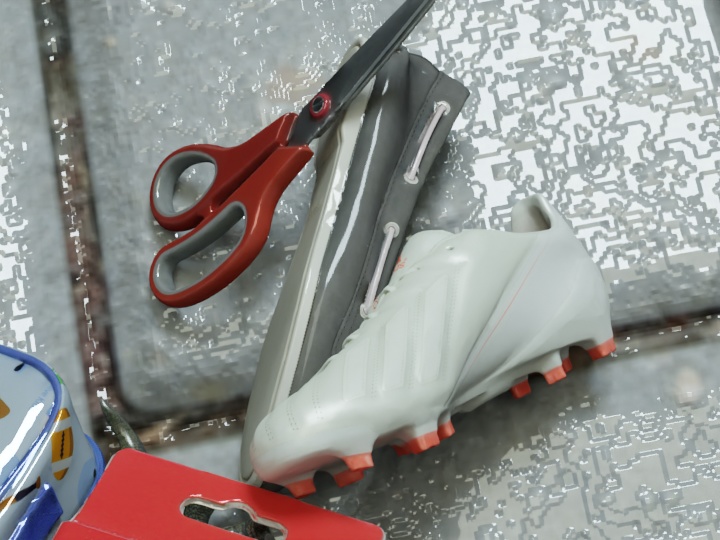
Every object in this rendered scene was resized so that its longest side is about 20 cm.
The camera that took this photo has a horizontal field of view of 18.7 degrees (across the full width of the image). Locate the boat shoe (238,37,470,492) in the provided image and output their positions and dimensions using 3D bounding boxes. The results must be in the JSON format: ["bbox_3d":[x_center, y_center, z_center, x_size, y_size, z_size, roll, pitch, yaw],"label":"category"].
[{"bbox_3d":[0.000,0.000,0.908,0.057,0.067,0.201,18,74,-12],"label":"boat shoe"}]

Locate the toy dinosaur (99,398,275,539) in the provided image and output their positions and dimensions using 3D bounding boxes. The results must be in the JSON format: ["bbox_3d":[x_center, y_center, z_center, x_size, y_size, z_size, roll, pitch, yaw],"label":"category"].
[{"bbox_3d":[-0.077,0.136,0.859,0.102,0.077,0.201,-23,73,-13],"label":"toy dinosaur"}]

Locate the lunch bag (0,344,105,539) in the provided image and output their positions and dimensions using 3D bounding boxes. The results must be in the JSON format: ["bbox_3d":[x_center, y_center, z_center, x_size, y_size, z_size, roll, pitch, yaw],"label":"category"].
[{"bbox_3d":[-0.200,0.110,0.845,0.160,0.076,0.200,19,58,25],"label":"lunch bag"}]

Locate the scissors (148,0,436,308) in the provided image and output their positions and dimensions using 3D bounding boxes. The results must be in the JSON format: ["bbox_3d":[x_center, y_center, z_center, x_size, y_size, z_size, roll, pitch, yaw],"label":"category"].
[{"bbox_3d":[-0.020,-0.053,0.899,0.200,0.014,0.073,-32,54,31],"label":"scissors"}]

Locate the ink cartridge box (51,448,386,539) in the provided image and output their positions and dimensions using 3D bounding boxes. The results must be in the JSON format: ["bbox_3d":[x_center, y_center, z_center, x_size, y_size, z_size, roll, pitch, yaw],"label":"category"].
[{"bbox_3d":[-0.074,0.164,0.759,0.116,0.067,0.200,16,44,12],"label":"ink cartridge box"}]

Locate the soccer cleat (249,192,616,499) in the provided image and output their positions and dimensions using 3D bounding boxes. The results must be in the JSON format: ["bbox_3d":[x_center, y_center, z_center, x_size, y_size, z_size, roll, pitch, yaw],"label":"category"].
[{"bbox_3d":[0.022,0.028,0.857,0.200,0.069,0.078,-23,86,-44],"label":"soccer cleat"}]
